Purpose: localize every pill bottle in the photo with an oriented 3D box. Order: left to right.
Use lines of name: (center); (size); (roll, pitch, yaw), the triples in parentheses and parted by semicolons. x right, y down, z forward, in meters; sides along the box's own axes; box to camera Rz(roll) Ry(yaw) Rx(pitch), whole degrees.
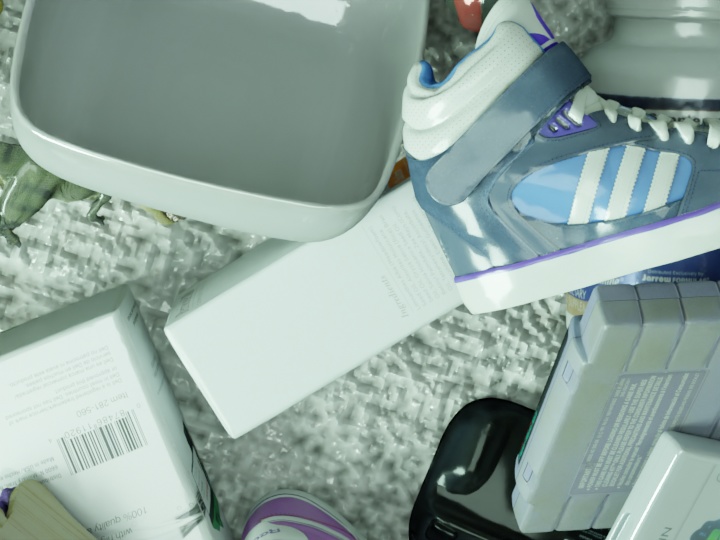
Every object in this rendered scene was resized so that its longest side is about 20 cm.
pill bottle: (0.166, -0.061, 1.135); (0.110, 0.111, 0.201); (1, 99, -2)

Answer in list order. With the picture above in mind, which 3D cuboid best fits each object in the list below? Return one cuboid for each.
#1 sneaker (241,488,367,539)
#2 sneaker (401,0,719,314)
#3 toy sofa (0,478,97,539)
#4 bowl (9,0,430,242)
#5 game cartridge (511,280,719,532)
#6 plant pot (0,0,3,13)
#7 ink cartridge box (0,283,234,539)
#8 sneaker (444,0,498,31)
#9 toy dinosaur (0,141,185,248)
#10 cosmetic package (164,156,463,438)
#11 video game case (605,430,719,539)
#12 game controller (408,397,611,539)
sneaker: (0.019, 0.202, 1.172); (0.200, 0.114, 0.073); (31, 95, -7)
sneaker: (0.118, -0.074, 1.043); (0.199, 0.081, 0.147); (-18, 93, 9)
toy sofa: (-0.140, 0.209, 1.109); (0.200, 0.098, 0.083); (40, 122, -9)
bowl: (-0.072, -0.105, 1.109); (0.199, 0.075, 0.201); (15, 57, -4)
game cartridge: (0.154, 0.070, 1.105); (0.129, 0.200, 0.039); (2, 54, -9)
plant pot: (-0.290, -0.112, 1.083); (0.201, 0.201, 0.189); (43, 83, -7)
ink cartridge box: (-0.156, 0.130, 1.170); (0.146, 0.084, 0.201); (-21, 100, 2)
sneaker: (0.022, -0.208, 1.111); (0.098, 0.071, 0.201); (-17, 81, -3)
toy dinosaur: (-0.181, -0.041, 1.130); (0.088, 0.200, 0.048); (-40, 63, 30)
cosmetic package: (0.000, 0.000, 1.146); (0.200, 0.101, 0.071); (-31, 99, 3)
video game case: (0.203, 0.181, 1.160); (0.199, 0.024, 0.183); (13, 112, -30)
game controller: (0.130, 0.148, 1.209); (0.199, 0.042, 0.105); (23, 83, -5)
